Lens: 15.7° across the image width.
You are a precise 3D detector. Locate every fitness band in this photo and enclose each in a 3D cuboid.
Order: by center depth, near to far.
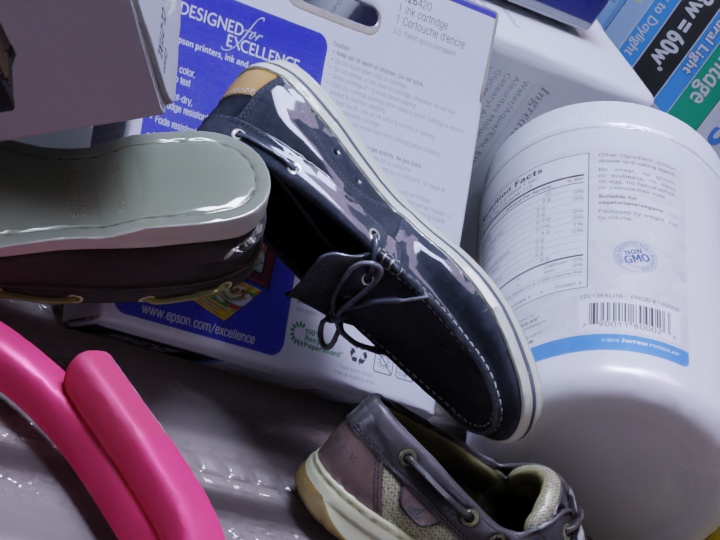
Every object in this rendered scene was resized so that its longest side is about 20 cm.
[{"bbox_3d":[-0.132,0.072,0.969,0.143,0.037,0.200,8,33,-45],"label":"fitness band"}]

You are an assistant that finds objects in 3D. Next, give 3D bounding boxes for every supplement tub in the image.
[{"bbox_3d":[0.118,0.029,1.252,0.132,0.132,0.200,28,39,-18],"label":"supplement tub"}]

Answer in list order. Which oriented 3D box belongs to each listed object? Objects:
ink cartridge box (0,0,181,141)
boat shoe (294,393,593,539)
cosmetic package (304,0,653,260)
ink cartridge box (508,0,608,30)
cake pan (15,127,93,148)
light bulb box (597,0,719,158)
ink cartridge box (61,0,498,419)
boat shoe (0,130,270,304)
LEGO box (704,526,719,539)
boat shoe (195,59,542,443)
[{"bbox_3d":[-0.180,-0.120,1.071,0.199,0.083,0.146,-9,37,5],"label":"ink cartridge box"},{"bbox_3d":[0.068,0.117,1.146,0.200,0.065,0.073,26,23,-24],"label":"boat shoe"},{"bbox_3d":[0.009,-0.097,1.368,0.200,0.165,0.165,18,28,-36],"label":"cosmetic package"},{"bbox_3d":[0.014,-0.215,1.341,0.196,0.043,0.200,15,29,-40],"label":"ink cartridge box"},{"bbox_3d":[-0.190,-0.111,1.278,0.200,0.037,0.200,30,22,-13],"label":"cake pan"},{"bbox_3d":[0.144,-0.138,1.609,0.200,0.199,0.125,29,24,-12],"label":"light bulb box"},{"bbox_3d":[-0.034,-0.050,1.199,0.197,0.201,0.047,18,-16,-36],"label":"ink cartridge box"},{"bbox_3d":[-0.139,-0.016,1.076,0.200,0.061,0.072,0,49,-7],"label":"boat shoe"},{"bbox_3d":[0.237,0.196,1.214,0.149,0.077,0.200,23,24,-29],"label":"LEGO box"},{"bbox_3d":[0.000,0.000,1.124,0.062,0.075,0.200,-38,87,-34],"label":"boat shoe"}]
